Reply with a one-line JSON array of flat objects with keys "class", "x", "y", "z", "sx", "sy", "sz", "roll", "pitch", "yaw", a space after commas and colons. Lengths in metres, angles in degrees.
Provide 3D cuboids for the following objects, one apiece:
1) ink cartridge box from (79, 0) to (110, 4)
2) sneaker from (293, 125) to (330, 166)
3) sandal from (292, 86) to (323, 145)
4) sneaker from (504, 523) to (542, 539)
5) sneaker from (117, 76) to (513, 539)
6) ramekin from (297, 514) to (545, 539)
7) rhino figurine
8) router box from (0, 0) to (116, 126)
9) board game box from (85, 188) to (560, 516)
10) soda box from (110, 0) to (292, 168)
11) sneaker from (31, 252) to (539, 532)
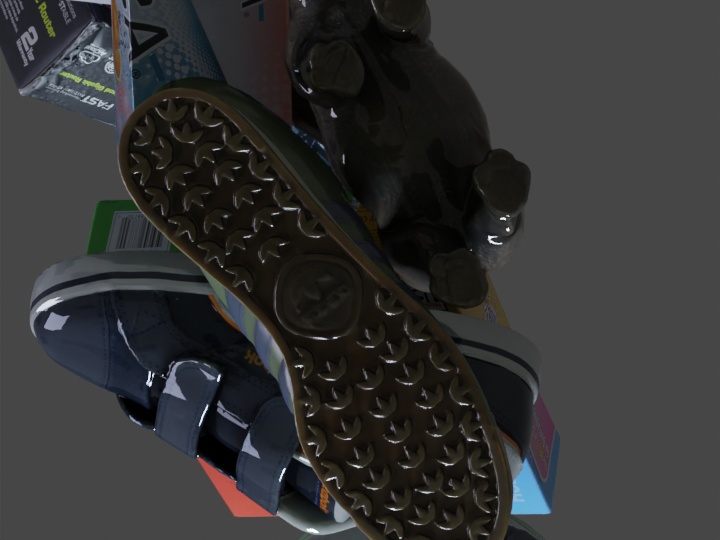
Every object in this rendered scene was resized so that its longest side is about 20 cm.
[{"class": "ink cartridge box", "x": -0.163, "y": -0.221, "z": 1.176, "sx": 0.085, "sy": 0.145, "sz": 0.200, "roll": -70, "pitch": -17, "yaw": -46}, {"class": "sneaker", "x": 0.000, "y": 0.000, "z": 1.276, "sx": 0.079, "sy": 0.095, "sz": 0.200, "roll": 98, "pitch": 148, "yaw": -84}, {"class": "sandal", "x": -0.010, "y": -0.088, "z": 1.154, "sx": 0.201, "sy": 0.057, "sz": 0.080, "roll": 61, "pitch": 175, "yaw": 23}, {"class": "sneaker", "x": 0.085, "y": 0.175, "z": 1.325, "sx": 0.200, "sy": 0.078, "sz": 0.079, "roll": 48, "pitch": 170, "yaw": 42}, {"class": "sneaker", "x": -0.010, "y": 0.011, "z": 0.984, "sx": 0.200, "sy": 0.067, "sz": 0.090, "roll": 54, "pitch": -170, "yaw": -9}, {"class": "ramekin", "x": 0.032, "y": 0.214, "z": 1.445, "sx": 0.098, "sy": 0.200, "sz": 0.200, "roll": 85, "pitch": 162, "yaw": -57}, {"class": "rhino figurine", "x": 0.002, "y": -0.078, "z": 0.999, "sx": 0.200, "sy": 0.060, "sz": 0.087, "roll": 63, "pitch": 176, "yaw": 3}, {"class": "router box", "x": -0.137, "y": -0.163, "z": 1.445, "sx": 0.150, "sy": 0.062, "sz": 0.200, "roll": 19, "pitch": -142, "yaw": -48}, {"class": "board game box", "x": -0.011, "y": 0.039, "z": 1.154, "sx": 0.200, "sy": 0.153, "sz": 0.040, "roll": 63, "pitch": -150, "yaw": -52}, {"class": "soda box", "x": -0.066, "y": -0.134, "z": 1.101, "sx": 0.064, "sy": 0.068, "sz": 0.200, "roll": -132, "pitch": 39, "yaw": -72}, {"class": "sneaker", "x": -0.033, "y": 0.049, "z": 1.050, "sx": 0.078, "sy": 0.200, "sz": 0.080, "roll": 97, "pitch": -177, "yaw": -61}]
